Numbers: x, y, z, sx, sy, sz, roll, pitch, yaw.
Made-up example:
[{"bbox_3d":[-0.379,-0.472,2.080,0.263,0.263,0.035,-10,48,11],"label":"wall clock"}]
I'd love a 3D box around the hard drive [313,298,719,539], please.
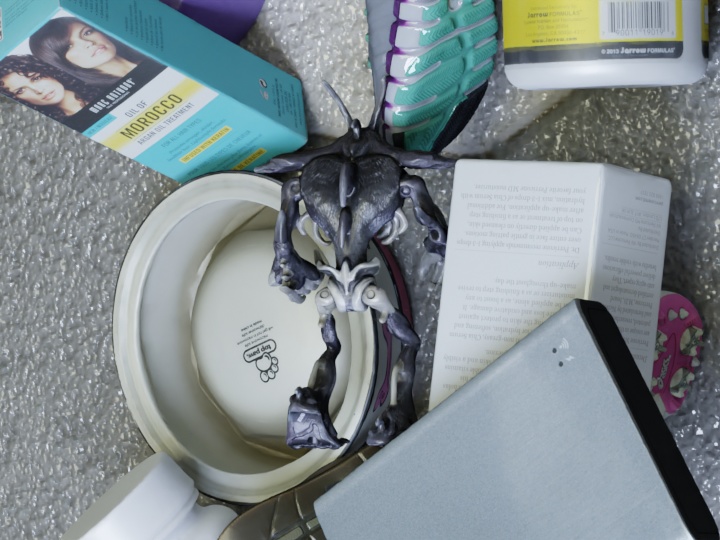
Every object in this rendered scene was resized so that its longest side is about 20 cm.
[{"bbox_3d":[0.074,0.128,1.216,0.200,0.033,0.140,-40,61,29],"label":"hard drive"}]

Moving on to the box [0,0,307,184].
[{"bbox_3d":[-0.129,-0.113,1.416,0.082,0.199,0.049,-33,48,32],"label":"box"}]

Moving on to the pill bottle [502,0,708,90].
[{"bbox_3d":[0.130,-0.199,1.282,0.111,0.112,0.202,1,94,35],"label":"pill bottle"}]

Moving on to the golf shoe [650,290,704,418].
[{"bbox_3d":[0.122,0.096,1.342,0.091,0.075,0.201,28,101,39],"label":"golf shoe"}]

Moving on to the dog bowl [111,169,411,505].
[{"bbox_3d":[-0.054,0.038,1.452,0.199,0.074,0.202,3,95,34],"label":"dog bowl"}]

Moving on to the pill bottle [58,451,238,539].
[{"bbox_3d":[-0.088,0.215,1.423,0.114,0.114,0.200,-37,98,31],"label":"pill bottle"}]

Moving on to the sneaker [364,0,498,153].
[{"bbox_3d":[0.027,-0.155,1.324,0.087,0.074,0.201,42,142,33],"label":"sneaker"}]

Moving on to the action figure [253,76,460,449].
[{"bbox_3d":[0.000,0.000,1.320,0.118,0.102,0.202,1,81,10],"label":"action figure"}]

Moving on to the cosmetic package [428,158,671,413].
[{"bbox_3d":[0.099,0.045,1.275,0.101,0.071,0.202,5,87,41],"label":"cosmetic package"}]

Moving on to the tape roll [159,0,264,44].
[{"bbox_3d":[-0.153,-0.216,1.495,0.199,0.085,0.202,2,94,34],"label":"tape roll"}]

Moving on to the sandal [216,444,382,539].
[{"bbox_3d":[0.009,0.145,1.385,0.199,0.055,0.082,-25,80,-6],"label":"sandal"}]
